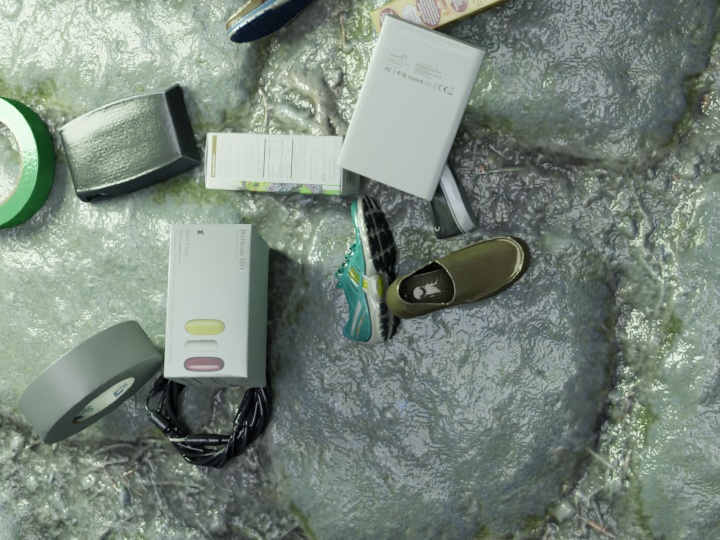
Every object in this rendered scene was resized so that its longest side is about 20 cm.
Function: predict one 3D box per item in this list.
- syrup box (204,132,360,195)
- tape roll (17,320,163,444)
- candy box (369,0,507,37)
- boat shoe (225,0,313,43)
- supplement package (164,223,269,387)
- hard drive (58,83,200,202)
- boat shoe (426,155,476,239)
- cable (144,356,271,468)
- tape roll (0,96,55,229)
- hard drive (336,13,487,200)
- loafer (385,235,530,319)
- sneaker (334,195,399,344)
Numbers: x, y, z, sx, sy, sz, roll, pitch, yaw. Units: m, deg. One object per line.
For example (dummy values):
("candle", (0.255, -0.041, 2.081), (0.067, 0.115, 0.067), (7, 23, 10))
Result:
("syrup box", (-0.106, -0.145, 1.520), (0.199, 0.079, 0.082), (3, 94, 17))
("tape roll", (-0.374, 0.156, 1.554), (0.200, 0.200, 0.066), (-41, 82, 15))
("candy box", (0.121, -0.345, 1.418), (0.199, 0.115, 0.056), (-19, 98, 17))
("boat shoe", (-0.107, -0.387, 1.521), (0.200, 0.072, 0.073), (-33, 78, 6))
("supplement package", (-0.187, 0.050, 1.485), (0.110, 0.156, 0.201), (-1, 80, 4))
("hard drive", (-0.340, -0.184, 1.611), (0.199, 0.042, 0.136), (-16, 87, 17))
("boat shoe", (0.087, -0.135, 1.470), (0.066, 0.070, 0.201), (-24, 93, 15))
("cable", (-0.206, 0.185, 1.580), (0.200, 0.051, 0.163), (-40, 79, 14))
("tape roll", (-0.558, -0.163, 1.679), (0.199, 0.048, 0.201), (1, 92, 18))
("hard drive", (0.062, -0.203, 1.399), (0.131, 0.026, 0.201), (21, 112, 4))
("loafer", (0.128, 0.012, 1.444), (0.199, 0.067, 0.076), (-25, 86, 2))
("sneaker", (0.000, 0.000, 1.498), (0.079, 0.077, 0.201), (-2, 92, 26))
